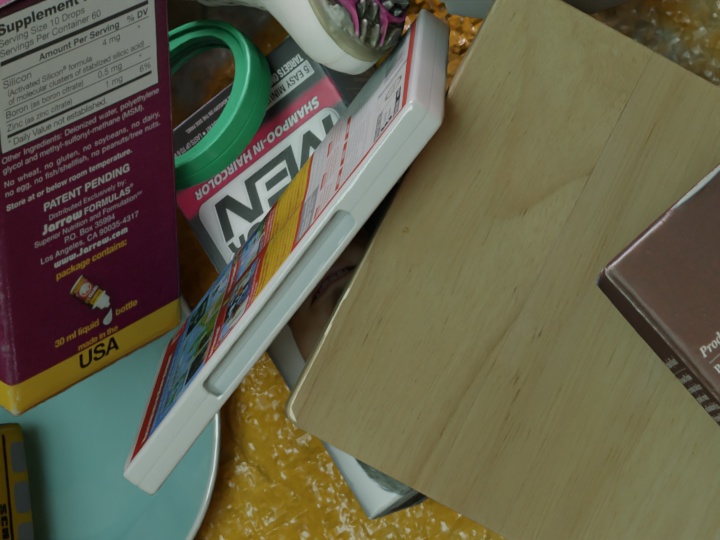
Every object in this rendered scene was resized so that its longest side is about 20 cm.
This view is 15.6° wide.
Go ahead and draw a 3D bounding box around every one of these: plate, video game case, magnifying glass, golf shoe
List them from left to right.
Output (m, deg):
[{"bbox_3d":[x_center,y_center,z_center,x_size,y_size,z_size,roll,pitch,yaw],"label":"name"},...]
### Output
[{"bbox_3d":[-0.151,0.071,1.289,0.199,0.026,0.202,1,93,25],"label":"plate"},{"bbox_3d":[-0.115,-0.080,1.225,0.199,0.022,0.080,9,71,45],"label":"magnifying glass"},{"bbox_3d":[-0.043,-0.144,1.182,0.092,0.072,0.200,-51,45,23],"label":"golf shoe"},{"bbox_3d":[-0.029,-0.011,1.103,0.017,0.143,0.200,35,108,-10],"label":"video game case"}]

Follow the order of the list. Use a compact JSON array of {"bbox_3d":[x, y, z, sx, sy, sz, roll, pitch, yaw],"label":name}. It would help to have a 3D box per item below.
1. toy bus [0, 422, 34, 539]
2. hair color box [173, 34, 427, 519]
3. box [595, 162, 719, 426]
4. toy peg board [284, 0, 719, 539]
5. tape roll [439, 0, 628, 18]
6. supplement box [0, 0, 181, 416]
[{"bbox_3d":[-0.193,0.177,1.256,0.065,0.078,0.202,-6,90,24],"label":"toy bus"},{"bbox_3d":[0.000,0.000,1.196,0.099,0.061,0.201,-37,79,21],"label":"hair color box"},{"bbox_3d":[0.192,0.045,1.012,0.100,0.075,0.200,-40,87,-2],"label":"box"},{"bbox_3d":[0.098,0.016,1.101,0.198,0.098,0.201,28,89,-4],"label":"toy peg board"},{"bbox_3d":[0.069,-0.219,1.072,0.201,0.139,0.204,-2,75,6],"label":"tape roll"},{"bbox_3d":[-0.158,-0.061,1.143,0.131,0.103,0.201,30,135,37],"label":"supplement box"}]
